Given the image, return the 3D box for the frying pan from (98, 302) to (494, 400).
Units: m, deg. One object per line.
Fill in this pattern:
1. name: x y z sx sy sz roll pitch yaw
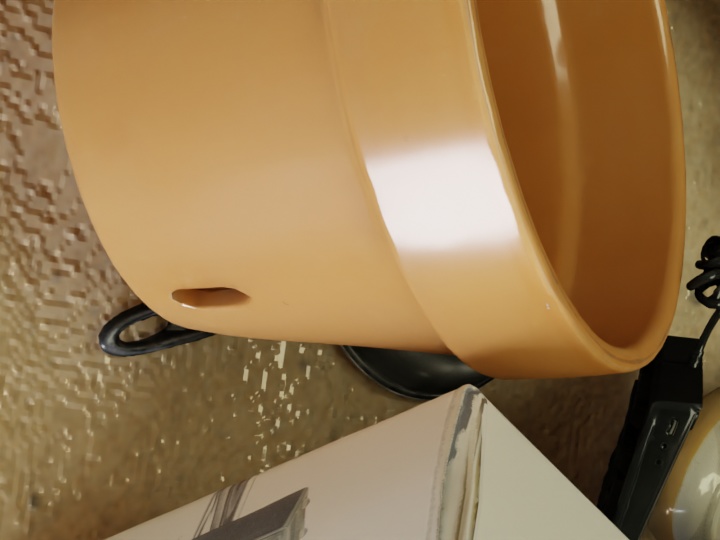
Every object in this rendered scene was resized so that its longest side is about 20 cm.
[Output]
1. frying pan: 0.003 -0.017 0.874 0.190 0.031 0.115 10 85 -40

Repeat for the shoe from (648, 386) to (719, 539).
1. shoe: 0.178 0.078 0.970 0.200 0.053 0.070 1 101 -50

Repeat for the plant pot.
1. plant pot: 0.002 -0.059 0.767 0.200 0.140 0.201 -10 90 -68

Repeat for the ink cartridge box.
1. ink cartridge box: -0.008 0.134 0.759 0.146 0.200 0.085 44 38 -31

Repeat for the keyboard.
1. keyboard: 0.100 0.041 0.858 0.021 0.200 0.127 24 96 4
